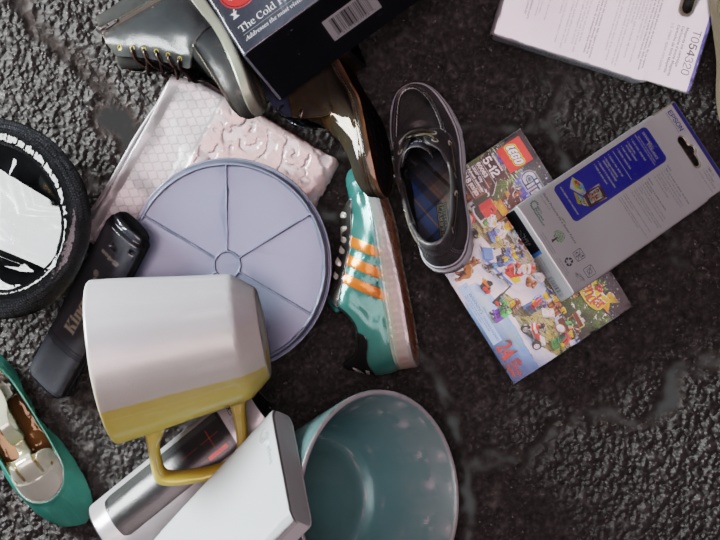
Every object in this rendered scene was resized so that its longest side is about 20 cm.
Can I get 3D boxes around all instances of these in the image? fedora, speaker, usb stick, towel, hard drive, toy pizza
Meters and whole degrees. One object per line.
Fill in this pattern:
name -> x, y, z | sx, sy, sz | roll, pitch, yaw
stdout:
fedora -> -0.331, -0.045, 1.730 | 0.198, 0.091, 0.203 | -3, 81, 20
speaker -> -0.160, 0.196, 1.730 | 0.199, 0.081, 0.081 | -38, 87, 4
usb stick -> -0.260, 0.035, 1.727 | 0.055, 0.032, 0.201 | 45, 117, 27
towel -> -0.148, -0.068, 1.752 | 0.190, 0.032, 0.201 | 31, 94, 4
hard drive -> -0.120, 0.237, 1.613 | 0.026, 0.133, 0.200 | 25, 121, -30
toy pizza -> -0.124, -0.006, 1.718 | 0.198, 0.032, 0.203 | 0, 92, 6

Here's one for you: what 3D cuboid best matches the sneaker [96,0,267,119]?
sneaker -> -0.168, -0.197, 1.709 | 0.106, 0.075, 0.201 | -34, 58, 2

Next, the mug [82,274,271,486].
mug -> -0.159, 0.082, 1.655 | 0.151, 0.188, 0.150 | -11, 45, 1

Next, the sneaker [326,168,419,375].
sneaker -> 0.000, 0.000, 1.718 | 0.079, 0.071, 0.202 | -11, 84, 10

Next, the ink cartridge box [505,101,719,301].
ink cartridge box -> 0.241, -0.066, 1.691 | 0.199, 0.039, 0.100 | -32, 87, -18

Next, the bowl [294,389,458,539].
bowl -> -0.013, 0.214, 1.678 | 0.104, 0.199, 0.203 | -8, 89, 49

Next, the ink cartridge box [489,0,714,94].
ink cartridge box -> 0.243, -0.287, 1.710 | 0.198, 0.043, 0.198 | 18, 92, 2

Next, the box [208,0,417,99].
box -> -0.055, -0.299, 1.677 | 0.199, 0.104, 0.183 | -36, 64, 4

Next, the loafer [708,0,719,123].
loafer -> 0.368, -0.185, 1.669 | 0.075, 0.067, 0.202 | -18, 100, -10

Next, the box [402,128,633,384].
box -> 0.149, -0.013, 1.720 | 0.136, 0.038, 0.201 | -33, 87, 5

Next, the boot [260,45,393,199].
boot -> -0.034, -0.144, 1.712 | 0.096, 0.075, 0.202 | -22, 65, 14

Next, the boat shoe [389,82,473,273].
boat shoe -> 0.059, -0.096, 1.681 | 0.069, 0.066, 0.202 | -13, 64, 14

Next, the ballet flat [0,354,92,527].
ballet flat -> -0.332, 0.167, 1.749 | 0.067, 0.070, 0.201 | -33, 88, 4
